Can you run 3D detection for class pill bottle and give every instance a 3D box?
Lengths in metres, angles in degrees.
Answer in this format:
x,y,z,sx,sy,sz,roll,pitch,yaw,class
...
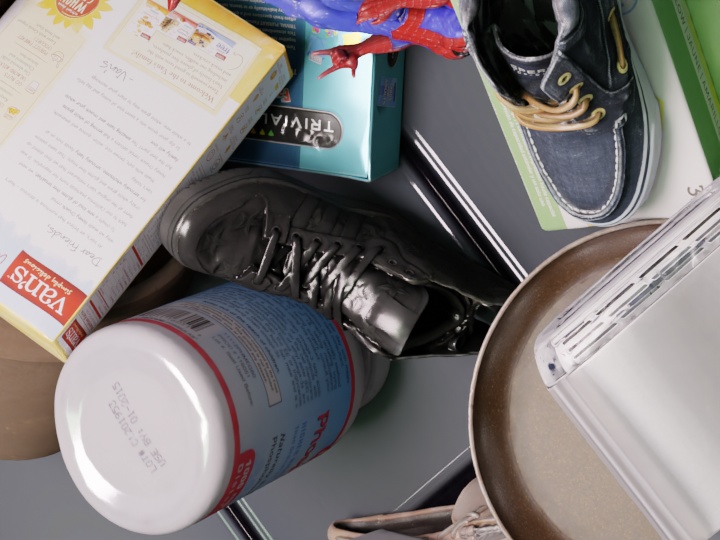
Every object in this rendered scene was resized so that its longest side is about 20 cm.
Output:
x,y,z,sx,sy,sz,roll,pitch,yaw,class
-0.066,0.062,1.036,0.108,0.199,0.110,7,105,29,pill bottle

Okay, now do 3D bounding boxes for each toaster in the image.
x,y,z,sx,sy,sz,roll,pitch,yaw,class
0.169,0.042,0.895,0.200,0.114,0.129,-42,88,9,toaster

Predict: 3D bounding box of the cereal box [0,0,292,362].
x,y,z,sx,sy,sz,roll,pitch,yaw,class
-0.150,-0.071,1.011,0.143,0.040,0.201,34,76,16,cereal box

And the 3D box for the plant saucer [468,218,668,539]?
x,y,z,sx,sy,sz,roll,pitch,yaw,class
0.154,0.075,0.972,0.198,0.032,0.203,0,92,8,plant saucer

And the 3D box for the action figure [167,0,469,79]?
x,y,z,sx,sy,sz,roll,pitch,yaw,class
0.003,-0.133,0.978,0.065,0.198,0.052,133,142,-62,action figure

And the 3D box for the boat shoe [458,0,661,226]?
x,y,z,sx,sy,sz,roll,pitch,yaw,class
0.086,-0.090,0.877,0.070,0.091,0.202,3,127,26,boat shoe

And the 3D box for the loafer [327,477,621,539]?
x,y,z,sx,sy,sz,roll,pitch,yaw,class
0.057,0.146,1.063,0.199,0.072,0.063,-26,81,35,loafer

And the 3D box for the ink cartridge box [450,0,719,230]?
x,y,z,sx,sy,sz,roll,pitch,yaw,class
0.159,-0.099,0.926,0.198,0.048,0.146,-5,123,33,ink cartridge box

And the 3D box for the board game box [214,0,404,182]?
x,y,z,sx,sy,sz,roll,pitch,yaw,class
-0.050,-0.160,1.057,0.149,0.047,0.202,9,106,21,board game box

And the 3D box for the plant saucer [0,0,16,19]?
x,y,z,sx,sy,sz,roll,pitch,yaw,class
-0.188,-0.170,1.067,0.034,0.200,0.201,36,119,-1,plant saucer

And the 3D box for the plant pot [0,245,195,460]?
x,y,z,sx,sy,sz,roll,pitch,yaw,class
-0.200,0.013,1.131,0.200,0.200,0.176,36,135,19,plant pot

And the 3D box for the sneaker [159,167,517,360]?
x,y,z,sx,sy,sz,roll,pitch,yaw,class
-0.001,0.003,1.008,0.104,0.198,0.060,46,119,43,sneaker

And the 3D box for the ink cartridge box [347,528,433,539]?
x,y,z,sx,sy,sz,roll,pitch,yaw,class
-0.004,0.253,0.991,0.082,0.145,0.202,6,101,42,ink cartridge box
